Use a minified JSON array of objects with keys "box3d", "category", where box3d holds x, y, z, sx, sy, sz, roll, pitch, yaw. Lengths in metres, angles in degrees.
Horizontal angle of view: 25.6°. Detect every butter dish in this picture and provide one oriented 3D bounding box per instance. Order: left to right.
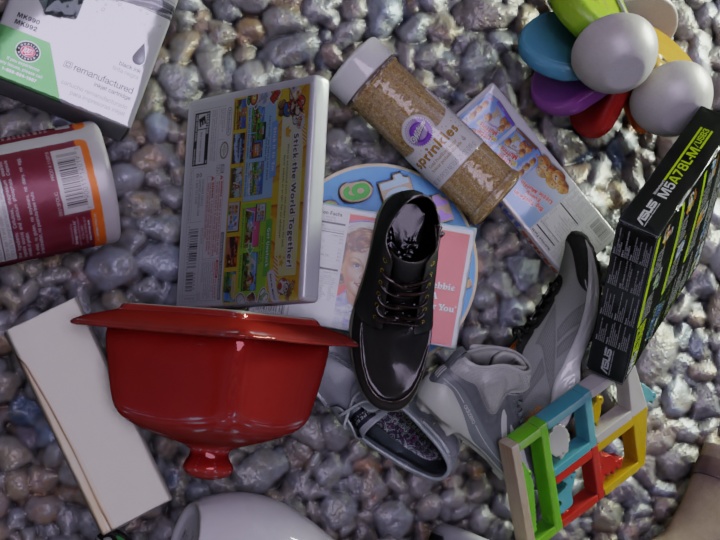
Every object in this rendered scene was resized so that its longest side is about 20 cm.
[{"box3d":[-0.128,0.108,1.386,0.199,0.199,0.149,3,87,30],"category":"butter dish"}]

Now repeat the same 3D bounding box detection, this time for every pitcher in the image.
[{"box3d":[-0.082,0.299,1.465,0.199,0.121,0.173,19,97,-22],"category":"pitcher"}]

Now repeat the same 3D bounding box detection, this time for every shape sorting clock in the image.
[{"box3d":[0.018,-0.004,1.540,0.198,0.039,0.202,1,85,-13],"category":"shape sorting clock"}]

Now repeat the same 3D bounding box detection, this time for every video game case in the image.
[{"box3d":[-0.100,-0.067,1.449,0.023,0.181,0.202,10,80,-43],"category":"video game case"}]

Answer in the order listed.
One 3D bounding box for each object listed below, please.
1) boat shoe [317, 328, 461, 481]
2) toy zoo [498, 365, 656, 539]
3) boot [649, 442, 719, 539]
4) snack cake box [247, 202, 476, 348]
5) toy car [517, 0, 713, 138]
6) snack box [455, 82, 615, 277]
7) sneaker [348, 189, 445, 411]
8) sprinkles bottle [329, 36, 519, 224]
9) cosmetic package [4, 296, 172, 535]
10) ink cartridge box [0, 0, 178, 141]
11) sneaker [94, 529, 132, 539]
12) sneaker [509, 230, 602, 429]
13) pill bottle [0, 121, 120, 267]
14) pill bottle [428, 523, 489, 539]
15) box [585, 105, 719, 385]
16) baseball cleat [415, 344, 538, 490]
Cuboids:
[{"box3d":[0.013,0.128,1.502,0.200,0.072,0.070,36,113,-10],"category":"boat shoe"},{"box3d":[0.218,0.169,1.535,0.199,0.020,0.132,-31,125,-29],"category":"toy zoo"},{"box3d":[0.343,0.245,1.592,0.199,0.070,0.147,15,77,-13],"category":"boot"},{"box3d":[0.000,0.000,1.486,0.198,0.067,0.116,10,90,-2],"category":"snack cake box"},{"box3d":[0.236,-0.205,1.553,0.199,0.176,0.150,30,123,-35],"category":"toy car"},{"box3d":[0.167,-0.088,1.589,0.072,0.024,0.200,-41,96,-11],"category":"snack box"},{"box3d":[0.031,0.028,1.400,0.074,0.106,0.202,4,91,-2],"category":"sneaker"},{"box3d":[0.062,-0.135,1.533,0.200,0.068,0.068,43,78,0],"category":"sprinkles bottle"},{"box3d":[-0.247,0.130,1.436,0.073,0.104,0.201,-26,91,-13],"category":"cosmetic package"},{"box3d":[-0.250,-0.243,1.470,0.145,0.084,0.201,20,81,-12],"category":"ink cartridge box"},{"box3d":[-0.219,0.334,1.440,0.085,0.078,0.202,-8,88,-13],"category":"sneaker"},{"box3d":[0.186,0.059,1.549,0.079,0.074,0.202,13,94,-3],"category":"sneaker"},{"box3d":[-0.324,-0.060,1.425,0.199,0.114,0.115,-12,89,-13],"category":"pill bottle"},{"box3d":[0.086,0.349,1.494,0.111,0.112,0.201,24,81,-11],"category":"pill bottle"},{"box3d":[0.284,-0.024,1.498,0.047,0.201,0.193,26,50,21],"category":"box"},{"box3d":[0.139,0.139,1.501,0.106,0.070,0.200,-45,132,9],"category":"baseball cleat"}]
